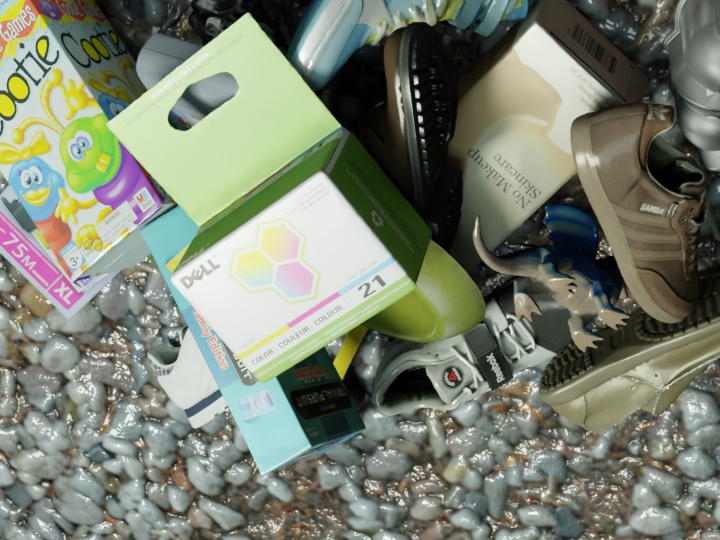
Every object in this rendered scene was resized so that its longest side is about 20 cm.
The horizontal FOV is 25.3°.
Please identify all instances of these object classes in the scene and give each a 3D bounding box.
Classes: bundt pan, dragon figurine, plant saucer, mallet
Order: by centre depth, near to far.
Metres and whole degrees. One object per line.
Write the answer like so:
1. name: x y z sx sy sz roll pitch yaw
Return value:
1. bundt pan: 0.302 -0.124 1.087 0.199 0.076 0.204 10 133 10
2. dragon figurine: 0.147 -0.008 1.193 0.198 0.100 0.059 25 131 -24
3. plant saucer: 0.000 0.000 1.213 0.198 0.031 0.200 26 160 10
4. mallet: 0.007 0.053 1.339 0.065 0.041 0.201 33 120 -1

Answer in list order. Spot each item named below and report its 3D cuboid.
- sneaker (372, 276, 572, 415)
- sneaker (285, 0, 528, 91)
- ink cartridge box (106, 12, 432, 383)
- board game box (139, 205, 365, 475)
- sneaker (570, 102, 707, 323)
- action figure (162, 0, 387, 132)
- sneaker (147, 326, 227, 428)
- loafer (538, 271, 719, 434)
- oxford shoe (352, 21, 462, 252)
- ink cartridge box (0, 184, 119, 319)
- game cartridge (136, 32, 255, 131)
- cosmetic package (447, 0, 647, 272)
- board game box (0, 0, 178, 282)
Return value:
1. sneaker: 0.095 0.070 1.288 0.199 0.089 0.074 -27 107 28
2. sneaker: 0.043 -0.183 1.117 0.130 0.079 0.201 36 84 -11
3. ink cartridge box: -0.071 -0.045 1.088 0.147 0.076 0.200 -32 109 27
4. board game box: -0.078 0.048 1.229 0.047 0.151 0.202 -30 82 13
5. sneaker: 0.215 -0.036 1.135 0.075 0.071 0.200 -13 135 26
6. action figure: -0.061 -0.184 1.178 0.200 0.119 0.102 44 161 -15
7. sneaker: -0.101 0.056 1.357 0.199 0.076 0.081 -37 92 29
8. loafer: 0.234 0.066 1.249 0.199 0.076 0.068 -27 116 30
9. oxford shoe: 0.023 -0.090 1.122 0.083 0.073 0.201 16 138 17
10. ink cartridge box: -0.226 -0.059 1.349 0.119 0.042 0.200 45 121 -9
11. game cartridge: -0.080 -0.097 1.205 0.132 0.042 0.200 16 158 40
12. cosmetic package: 0.107 -0.098 1.194 0.105 0.071 0.200 39 123 -7
13. board game box: -0.216 -0.108 1.233 0.105 0.103 0.201 -37 83 21
